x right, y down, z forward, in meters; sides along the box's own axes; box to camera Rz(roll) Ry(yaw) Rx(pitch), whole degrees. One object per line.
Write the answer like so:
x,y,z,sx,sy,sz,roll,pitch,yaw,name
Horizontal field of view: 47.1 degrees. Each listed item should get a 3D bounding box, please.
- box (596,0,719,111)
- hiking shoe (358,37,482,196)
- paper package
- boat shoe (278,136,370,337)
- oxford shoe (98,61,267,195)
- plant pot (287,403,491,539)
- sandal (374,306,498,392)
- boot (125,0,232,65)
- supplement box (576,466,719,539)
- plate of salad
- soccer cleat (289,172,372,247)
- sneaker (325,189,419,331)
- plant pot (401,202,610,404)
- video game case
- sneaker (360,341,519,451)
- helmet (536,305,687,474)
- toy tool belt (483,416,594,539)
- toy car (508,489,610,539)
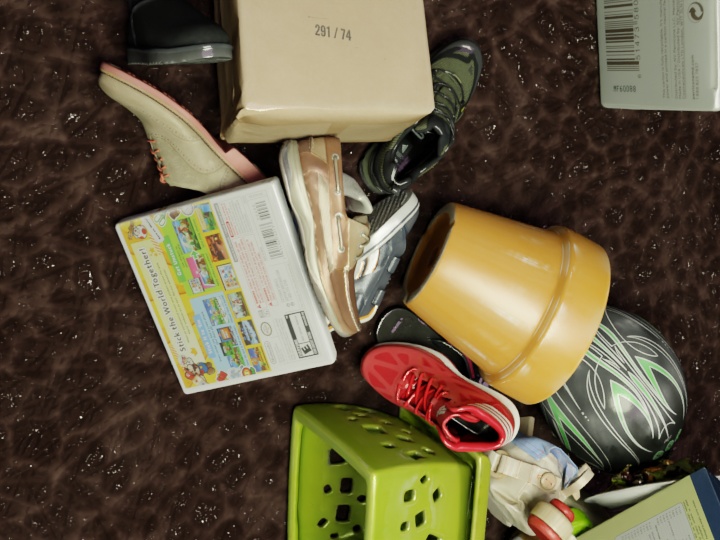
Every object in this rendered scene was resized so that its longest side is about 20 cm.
0.397,-0.299,0.953,0.167,0.199,0.204,-15,108,-21,box
0.083,-0.164,0.905,0.075,0.100,0.202,33,89,-27,hiking shoe
-0.041,-0.228,0.805,0.195,0.103,0.196,-3,84,-22,paper package
-0.023,-0.033,0.810,0.070,0.076,0.205,-15,107,0,boat shoe
-0.184,-0.123,0.818,0.199,0.070,0.075,38,92,-25,oxford shoe
0.035,0.268,0.947,0.177,0.198,0.206,-4,104,-29,plant pot
0.099,0.116,1.014,0.198,0.045,0.076,34,88,-27,sandal
-0.175,-0.288,0.732,0.065,0.163,0.206,-13,109,-39,boot
0.347,0.365,0.881,0.133,0.202,0.199,36,120,-27,supplement box
0.366,0.255,0.997,0.195,0.200,0.049,4,67,-24,plate of salad
-0.066,-0.018,0.878,0.202,0.086,0.070,-53,139,-3,soccer cleat
0.000,0.000,0.925,0.199,0.079,0.080,-42,111,3,sneaker
0.152,0.021,0.945,0.180,0.200,0.204,26,93,-10,plant pot
-0.136,0.021,0.852,0.177,0.023,0.204,-13,111,14,video game case
0.080,0.135,0.912,0.196,0.115,0.080,20,92,16,sneaker
0.311,0.144,1.045,0.199,0.200,0.192,-38,132,-10,helmet
0.203,0.232,0.957,0.123,0.199,0.125,-45,107,-13,toy tool belt
0.223,0.364,1.079,0.156,0.165,0.202,32,102,-26,toy car
